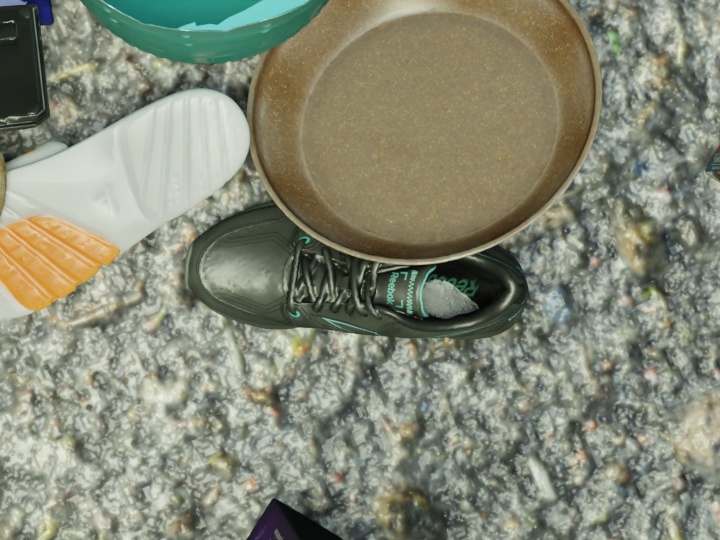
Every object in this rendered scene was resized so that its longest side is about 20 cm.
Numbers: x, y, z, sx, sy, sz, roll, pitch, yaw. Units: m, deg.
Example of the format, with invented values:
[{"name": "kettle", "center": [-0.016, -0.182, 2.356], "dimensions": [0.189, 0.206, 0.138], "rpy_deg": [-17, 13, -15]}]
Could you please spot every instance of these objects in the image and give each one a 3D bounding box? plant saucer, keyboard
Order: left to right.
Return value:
[{"name": "keyboard", "center": [-0.269, -0.119, 1.136], "dimensions": [0.198, 0.021, 0.128], "rpy_deg": [-5, 63, -9]}, {"name": "plant saucer", "center": [0.037, -0.088, 1.195], "dimensions": [0.199, 0.037, 0.202], "rpy_deg": [-5, 64, 10]}]

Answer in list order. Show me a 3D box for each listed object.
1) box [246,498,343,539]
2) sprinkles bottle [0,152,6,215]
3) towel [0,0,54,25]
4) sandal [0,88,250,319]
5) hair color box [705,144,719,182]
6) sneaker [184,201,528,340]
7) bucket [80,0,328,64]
[{"name": "box", "center": [-0.047, 0.210, 1.141], "dimensions": [0.079, 0.200, 0.142], "rpy_deg": [31, 87, -6]}, {"name": "sprinkles bottle", "center": [-0.292, -0.061, 1.150], "dimensions": [0.199, 0.068, 0.069], "rpy_deg": [17, 89, 12]}, {"name": "towel", "center": [-0.267, -0.210, 1.191], "dimensions": [0.147, 0.050, 0.201], "rpy_deg": [-17, 94, -9]}, {"name": "sandal", "center": [-0.152, -0.040, 1.196], "dimensions": [0.206, 0.059, 0.080], "rpy_deg": [-25, 105, 8]}, {"name": "hair color box", "center": [0.305, -0.028, 1.226], "dimensions": [0.199, 0.100, 0.061], "rpy_deg": [32, 89, -5]}, {"name": "sneaker", "center": [0.000, 0.000, 1.205], "dimensions": [0.198, 0.079, 0.076], "rpy_deg": [3, 92, -4]}, {"name": "bucket", "center": [-0.086, -0.212, 1.152], "dimensions": [0.206, 0.135, 0.209], "rpy_deg": [0, 84, -2]}]
